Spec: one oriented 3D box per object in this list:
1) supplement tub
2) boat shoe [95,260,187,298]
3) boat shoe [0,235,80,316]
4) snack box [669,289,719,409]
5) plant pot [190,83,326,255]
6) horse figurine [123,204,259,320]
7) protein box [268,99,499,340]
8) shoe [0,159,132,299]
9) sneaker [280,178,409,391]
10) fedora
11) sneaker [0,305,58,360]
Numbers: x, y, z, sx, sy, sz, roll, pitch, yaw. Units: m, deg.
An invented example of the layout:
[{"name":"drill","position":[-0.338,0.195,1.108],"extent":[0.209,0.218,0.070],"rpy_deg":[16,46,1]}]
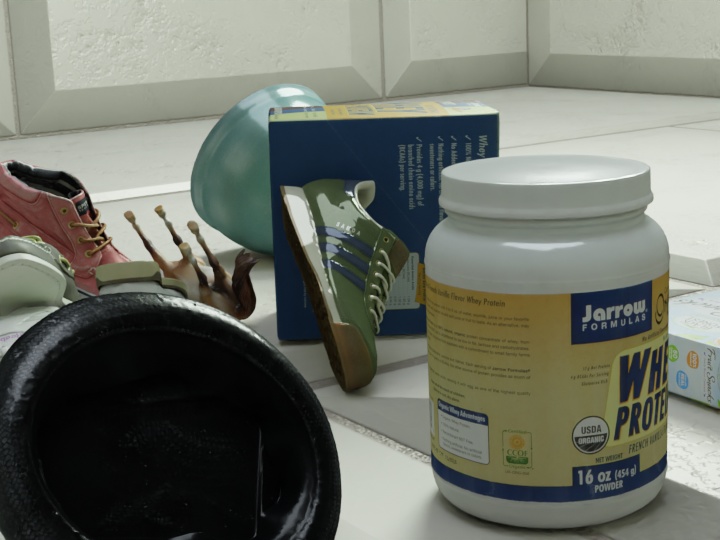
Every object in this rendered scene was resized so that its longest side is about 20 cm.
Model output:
[{"name":"supplement tub","position":[0.111,0.037,0.777],"extent":[0.144,0.200,0.144],"rpy_deg":[-3,13,1]},{"name":"boat shoe","position":[-0.190,0.040,1.126],"extent":[0.075,0.068,0.200],"rpy_deg":[-7,-8,2]},{"name":"boat shoe","position":[-0.283,0.007,1.107],"extent":[0.072,0.060,0.202],"rpy_deg":[-19,-17,-4]},{"name":"snack box","position":[0.312,0.053,1.006],"extent":[0.200,0.053,0.142],"rpy_deg":[-10,14,-30]},{"name":"plant pot","position":[-0.077,-0.095,1.496],"extent":[0.200,0.200,0.134],"rpy_deg":[-13,44,-41]},{"name":"horse figurine","position":[-0.148,0.004,1.220],"extent":[0.050,0.133,0.200],"rpy_deg":[-41,33,-19]},{"name":"protein box","position":[0.019,-0.050,1.191],"extent":[0.200,0.199,0.135],"rpy_deg":[-3,12,-3]},{"name":"shoe","position":[-0.264,-0.028,1.227],"extent":[0.200,0.091,0.071],"rpy_deg":[26,27,-3]},{"name":"sneaker","position":[0.000,0.000,1.051],"extent":[0.090,0.067,0.200],"rpy_deg":[-13,54,-11]},{"name":"fedora","position":[-0.112,0.108,0.684],"extent":[0.201,0.201,0.092],"rpy_deg":[-14,-16,-41]},{"name":"sneaker","position":[-0.286,0.066,1.010],"extent":[0.100,0.075,0.200],"rpy_deg":[8,16,44]}]
